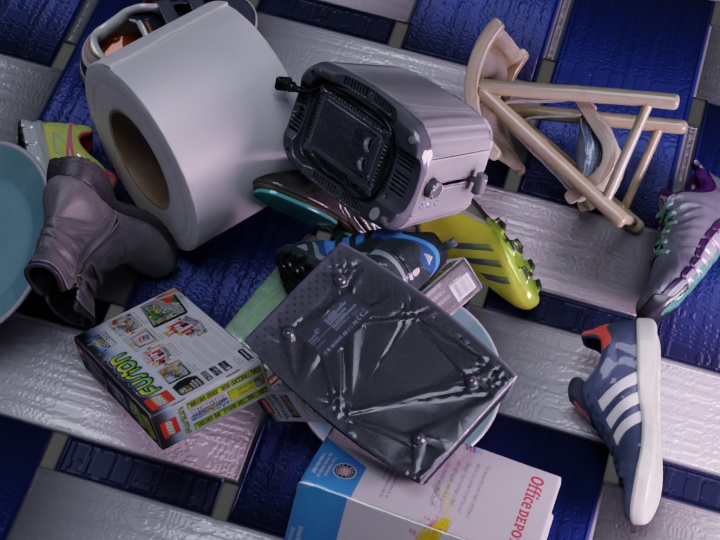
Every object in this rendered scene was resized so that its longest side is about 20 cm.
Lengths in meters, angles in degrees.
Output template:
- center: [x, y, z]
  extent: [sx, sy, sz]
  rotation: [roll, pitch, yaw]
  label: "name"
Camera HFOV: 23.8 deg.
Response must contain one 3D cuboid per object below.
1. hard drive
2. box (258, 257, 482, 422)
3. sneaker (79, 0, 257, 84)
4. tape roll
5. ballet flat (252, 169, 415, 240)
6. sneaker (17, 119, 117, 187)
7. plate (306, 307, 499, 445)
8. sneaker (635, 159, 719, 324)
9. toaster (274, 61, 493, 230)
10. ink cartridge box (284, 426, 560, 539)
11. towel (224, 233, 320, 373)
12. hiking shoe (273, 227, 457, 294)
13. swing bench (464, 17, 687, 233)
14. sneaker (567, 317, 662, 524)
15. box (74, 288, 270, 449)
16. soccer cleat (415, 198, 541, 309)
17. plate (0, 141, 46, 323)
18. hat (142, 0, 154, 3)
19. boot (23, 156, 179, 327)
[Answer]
- center: [0.017, 0.079, 1.407]
  extent: [0.200, 0.042, 0.135]
  rotation: [37, 72, 25]
  label: "hard drive"
- center: [0.006, 0.062, 1.523]
  extent: [0.200, 0.110, 0.035]
  rotation: [-40, 106, -27]
  label: "box"
- center: [-0.195, -0.242, 1.776]
  extent: [0.199, 0.079, 0.079]
  rotation: [-24, 80, -15]
  label: "sneaker"
- center: [-0.156, -0.138, 1.645]
  extent: [0.139, 0.203, 0.203]
  rotation: [-32, 63, -21]
  label: "tape roll"
- center: [-0.021, -0.061, 1.628]
  extent: [0.068, 0.199, 0.069]
  rotation: [3, 67, 49]
  label: "ballet flat"
- center: [-0.278, -0.071, 1.670]
  extent: [0.090, 0.078, 0.201]
  rotation: [-7, 60, -20]
  label: "sneaker"
- center: [0.034, 0.103, 1.602]
  extent: [0.198, 0.026, 0.201]
  rotation: [2, 56, -2]
  label: "plate"
- center: [0.306, -0.027, 1.671]
  extent: [0.087, 0.075, 0.200]
  rotation: [41, 53, 9]
  label: "sneaker"
- center: [0.024, -0.120, 1.553]
  extent: [0.200, 0.114, 0.129]
  rotation: [35, 27, 34]
  label: "toaster"
- center: [0.047, 0.231, 1.418]
  extent: [0.199, 0.146, 0.147]
  rotation: [19, 25, 9]
  label: "ink cartridge box"
- center: [-0.013, 0.065, 1.598]
  extent: [0.199, 0.023, 0.153]
  rotation: [30, 59, 18]
  label: "towel"
- center: [0.000, 0.000, 1.550]
  extent: [0.086, 0.075, 0.199]
  rotation: [-28, 20, -32]
  label: "hiking shoe"
- center: [0.197, -0.135, 1.646]
  extent: [0.199, 0.199, 0.131]
  rotation: [25, 95, 13]
  label: "swing bench"
- center: [0.233, 0.139, 1.569]
  extent: [0.084, 0.075, 0.201]
  rotation: [-3, 57, 13]
  label: "sneaker"
- center: [-0.171, 0.083, 1.529]
  extent: [0.110, 0.035, 0.200]
  rotation: [-27, 29, -18]
  label: "box"
- center: [0.102, -0.029, 1.683]
  extent: [0.084, 0.065, 0.201]
  rotation: [-40, 68, 7]
  label: "soccer cleat"
- center: [-0.364, -0.025, 1.612]
  extent: [0.199, 0.026, 0.202]
  rotation: [-10, 68, 27]
  label: "plate"
- center: [-0.191, -0.371, 1.799]
  extent: [0.175, 0.165, 0.201]
  rotation: [-25, 96, -36]
  label: "hat"
- center: [-0.243, -0.004, 1.574]
  extent: [0.069, 0.200, 0.133]
  rotation: [-6, 62, 28]
  label: "boot"
